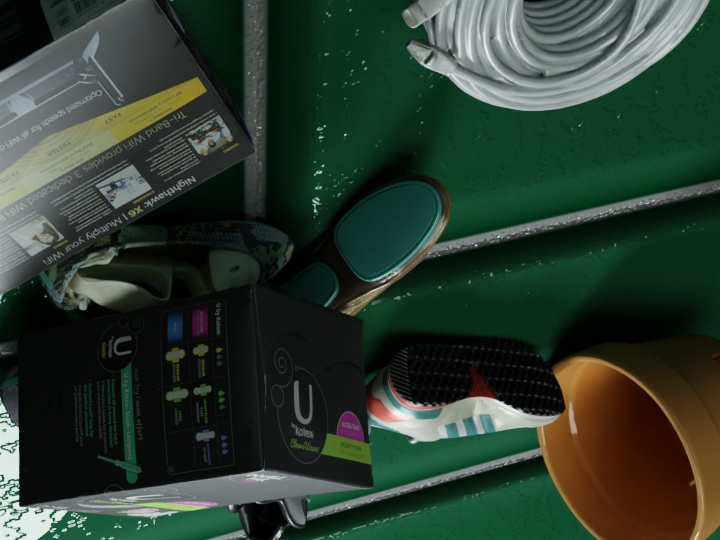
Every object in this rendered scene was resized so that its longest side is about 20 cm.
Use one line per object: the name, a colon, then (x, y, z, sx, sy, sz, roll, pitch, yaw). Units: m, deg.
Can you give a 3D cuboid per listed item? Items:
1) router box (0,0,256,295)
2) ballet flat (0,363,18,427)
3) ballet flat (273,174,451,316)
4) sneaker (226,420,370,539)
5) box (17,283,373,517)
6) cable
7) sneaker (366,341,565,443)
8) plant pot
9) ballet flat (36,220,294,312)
router box: (-0.185, -0.086, 0.868, 0.199, 0.052, 0.157, -28, 142, 3)
ballet flat: (-0.204, 0.119, 1.091, 0.072, 0.072, 0.200, -34, 140, 10)
ballet flat: (0.000, 0.000, 1.066, 0.200, 0.068, 0.072, -44, 158, 21)
sneaker: (-0.060, 0.166, 1.130, 0.077, 0.141, 0.200, 7, 167, 26)
box: (-0.113, 0.096, 0.976, 0.199, 0.125, 0.148, -12, 163, 26)
cable: (0.132, -0.190, 0.914, 0.200, 0.069, 0.200, -42, 140, 17)
sneaker: (0.084, 0.111, 1.240, 0.199, 0.071, 0.093, 6, 149, -36)
plant pot: (0.277, 0.145, 1.286, 0.140, 0.200, 0.201, -22, 144, -30)
ballet flat: (-0.130, 0.004, 0.988, 0.199, 0.074, 0.074, -1, 135, -29)
